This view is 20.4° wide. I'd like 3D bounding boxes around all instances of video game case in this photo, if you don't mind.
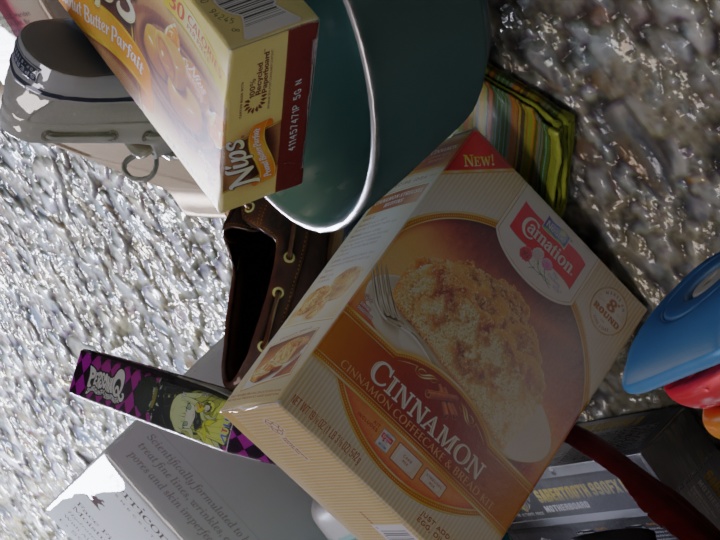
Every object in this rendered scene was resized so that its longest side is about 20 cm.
[{"bbox_3d":[-0.056,0.101,1.273,0.200,0.036,0.181,19,176,-40],"label":"video game case"}]

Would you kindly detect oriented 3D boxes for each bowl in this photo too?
[{"bbox_3d":[-0.006,-0.131,1.050,0.201,0.105,0.201,43,145,40],"label":"bowl"}]

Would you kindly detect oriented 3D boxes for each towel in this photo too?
[{"bbox_3d":[0.038,-0.102,1.148,0.200,0.018,0.086,34,148,25],"label":"towel"}]

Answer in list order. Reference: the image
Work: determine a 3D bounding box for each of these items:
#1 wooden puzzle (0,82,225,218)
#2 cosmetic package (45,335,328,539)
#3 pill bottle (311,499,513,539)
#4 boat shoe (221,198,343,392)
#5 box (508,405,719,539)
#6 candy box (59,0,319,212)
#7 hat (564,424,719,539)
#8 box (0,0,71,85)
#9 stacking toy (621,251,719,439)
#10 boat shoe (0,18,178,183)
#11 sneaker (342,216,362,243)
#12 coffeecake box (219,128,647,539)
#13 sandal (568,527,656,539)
[{"bbox_3d":[-0.140,-0.087,1.329,0.200,0.037,0.185,27,166,-36],"label":"wooden puzzle"},{"bbox_3d":[-0.112,0.169,1.536,0.165,0.165,0.200,47,152,0],"label":"cosmetic package"},{"bbox_3d":[0.064,0.210,1.402,0.200,0.111,0.111,53,151,-8],"label":"pill bottle"},{"bbox_3d":[-0.048,-0.019,1.197,0.070,0.201,0.070,9,159,-24],"label":"boat shoe"},{"bbox_3d":[0.177,0.170,1.262,0.159,0.048,0.200,54,152,-8],"label":"box"},{"bbox_3d":[-0.097,-0.140,1.037,0.200,0.055,0.116,52,150,32],"label":"candy box"},{"bbox_3d":[0.246,0.144,1.122,0.200,0.166,0.176,34,-155,-40],"label":"hat"},{"bbox_3d":[-0.193,-0.225,1.198,0.109,0.128,0.200,4,130,52],"label":"box"},{"bbox_3d":[0.238,0.077,0.999,0.200,0.116,0.110,47,151,-6],"label":"stacking toy"},{"bbox_3d":[-0.119,-0.093,1.158,0.075,0.201,0.086,52,130,31],"label":"boat shoe"},{"bbox_3d":[0.000,0.000,1.249,0.067,0.090,0.200,51,152,-10],"label":"sneaker"},{"bbox_3d":[0.044,0.049,1.109,0.154,0.200,0.073,44,154,-18],"label":"coffeecake box"},{"bbox_3d":[0.132,0.184,1.234,0.200,0.076,0.043,126,139,-62],"label":"sandal"}]
